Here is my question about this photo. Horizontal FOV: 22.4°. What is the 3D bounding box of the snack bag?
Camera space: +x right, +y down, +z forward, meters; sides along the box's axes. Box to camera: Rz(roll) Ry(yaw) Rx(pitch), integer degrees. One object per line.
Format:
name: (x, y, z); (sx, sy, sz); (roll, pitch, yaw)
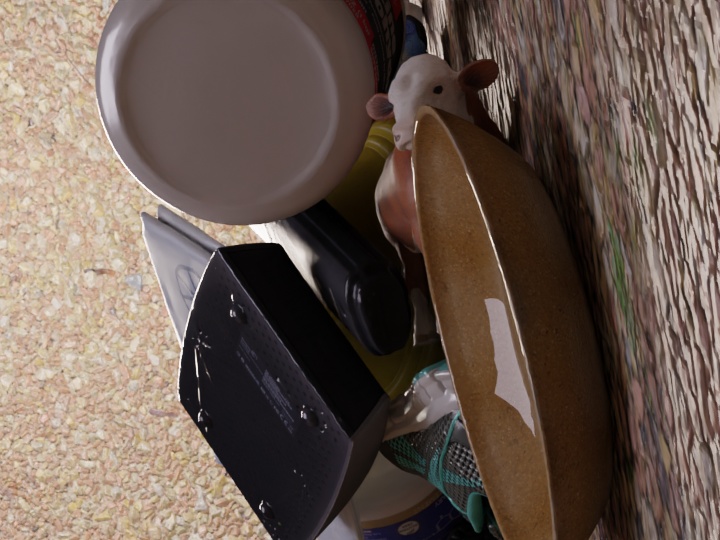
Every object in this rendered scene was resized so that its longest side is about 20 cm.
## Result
snack bag: (-0.057, 0.073, 1.090); (0.188, 0.021, 0.201); (29, 140, 49)

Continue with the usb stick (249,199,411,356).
usb stick: (-0.023, -0.013, 0.956); (0.200, 0.032, 0.056); (-136, 31, -60)

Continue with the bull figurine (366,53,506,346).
bull figurine: (0.043, -0.031, 0.884); (0.200, 0.065, 0.122); (92, 166, -84)

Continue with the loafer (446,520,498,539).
loafer: (0.090, 0.253, 1.112); (0.072, 0.072, 0.201); (74, -166, -56)

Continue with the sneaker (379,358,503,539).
sneaker: (0.056, 0.097, 0.930); (0.200, 0.077, 0.092); (116, 133, -76)

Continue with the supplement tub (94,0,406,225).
supplement tub: (-0.050, -0.119, 0.957); (0.200, 0.139, 0.141); (-70, -27, -66)

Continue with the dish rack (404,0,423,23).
dish rack: (0.010, -0.254, 1.251); (0.201, 0.043, 0.173); (82, 177, -56)

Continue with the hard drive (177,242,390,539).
hard drive: (-0.044, 0.071, 0.985); (0.135, 0.042, 0.200); (54, 156, 15)

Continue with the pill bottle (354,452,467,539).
pill bottle: (0.036, 0.158, 1.214); (0.200, 0.119, 0.120); (61, -167, -48)

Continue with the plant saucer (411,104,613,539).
plant saucer: (0.063, 0.028, 0.733); (0.200, 0.035, 0.202); (166, 90, -84)

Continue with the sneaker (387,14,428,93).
sneaker: (0.016, -0.097, 1.188); (0.079, 0.089, 0.200); (60, 166, 20)

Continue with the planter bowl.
planter bowl: (0.000, 0.000, 1.061); (0.200, 0.083, 0.202); (177, 90, -68)
